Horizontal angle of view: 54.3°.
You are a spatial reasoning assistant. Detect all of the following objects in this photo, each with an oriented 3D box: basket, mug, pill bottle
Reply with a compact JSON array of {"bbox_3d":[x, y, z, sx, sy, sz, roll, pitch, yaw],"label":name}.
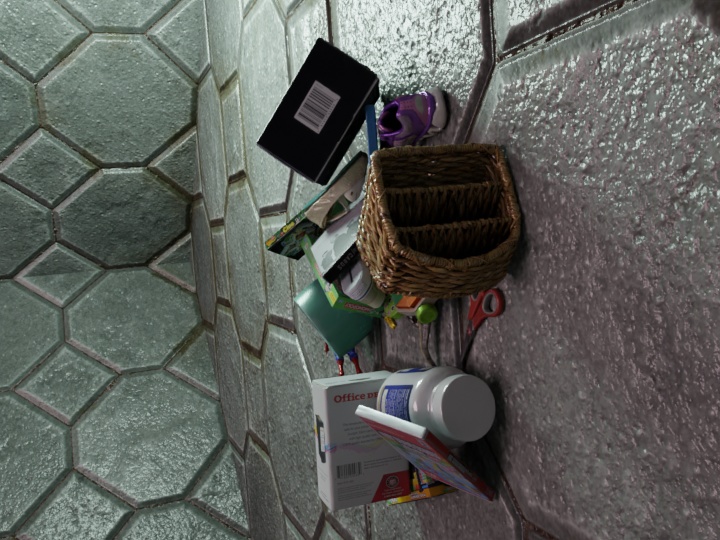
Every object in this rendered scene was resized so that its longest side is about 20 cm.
[{"bbox_3d":[0.108,-0.062,0.896,0.144,0.196,0.151,-117,31,-45],"label":"basket"},{"bbox_3d":[-0.052,0.074,1.416,0.153,0.114,0.185,56,172,-37],"label":"mug"},{"bbox_3d":[0.113,0.206,1.058,0.200,0.118,0.122,157,106,-67],"label":"pill bottle"}]

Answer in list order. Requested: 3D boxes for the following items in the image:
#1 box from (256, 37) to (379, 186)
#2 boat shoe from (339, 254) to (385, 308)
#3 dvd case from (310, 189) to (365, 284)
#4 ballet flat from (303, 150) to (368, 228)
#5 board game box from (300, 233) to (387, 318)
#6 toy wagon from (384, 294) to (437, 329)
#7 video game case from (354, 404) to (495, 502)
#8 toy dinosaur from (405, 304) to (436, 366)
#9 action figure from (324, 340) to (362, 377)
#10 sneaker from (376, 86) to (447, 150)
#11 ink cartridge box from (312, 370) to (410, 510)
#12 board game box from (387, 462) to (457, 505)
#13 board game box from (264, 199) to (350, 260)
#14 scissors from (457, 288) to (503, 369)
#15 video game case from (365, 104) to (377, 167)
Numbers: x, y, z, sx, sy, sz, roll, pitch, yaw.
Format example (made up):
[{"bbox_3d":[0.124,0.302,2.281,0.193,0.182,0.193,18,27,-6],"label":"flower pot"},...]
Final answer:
[{"bbox_3d":[-0.065,-0.261,1.205,0.202,0.123,0.197,-58,0,5],"label":"box"},{"bbox_3d":[0.000,0.000,1.194,0.072,0.062,0.201,-42,24,19],"label":"boat shoe"},{"bbox_3d":[-0.022,-0.064,1.224,0.151,0.025,0.200,-48,17,5],"label":"dvd case"},{"bbox_3d":[-0.031,-0.140,1.250,0.062,0.068,0.200,46,139,-6],"label":"ballet flat"},{"bbox_3d":[-0.026,0.010,1.349,0.029,0.133,0.201,-59,37,25],"label":"board game box"},{"bbox_3d":[0.088,0.010,1.096,0.201,0.039,0.156,-54,33,27],"label":"toy wagon"},{"bbox_3d":[0.095,0.267,1.025,0.142,0.200,0.018,7,58,49],"label":"video game case"},{"bbox_3d":[0.100,0.067,1.164,0.088,0.047,0.204,24,121,58],"label":"toy dinosaur"},{"bbox_3d":[-0.038,0.179,1.498,0.201,0.064,0.100,-105,13,-50],"label":"action figure"},{"bbox_3d":[0.061,-0.227,1.131,0.200,0.087,0.082,137,123,-65],"label":"sneaker"},{"bbox_3d":[0.001,0.279,1.182,0.083,0.143,0.204,-177,84,-70],"label":"ink cartridge box"},{"bbox_3d":[0.087,0.318,1.240,0.200,0.056,0.168,130,129,-61],"label":"board game box"},{"bbox_3d":[-0.087,-0.095,1.384,0.199,0.104,0.024,-38,59,20],"label":"board game box"},{"bbox_3d":[0.165,0.076,1.043,0.201,0.014,0.074,109,146,-49],"label":"scissors"},{"bbox_3d":[0.023,-0.201,1.220,0.200,0.017,0.146,-73,-22,-84],"label":"video game case"}]
